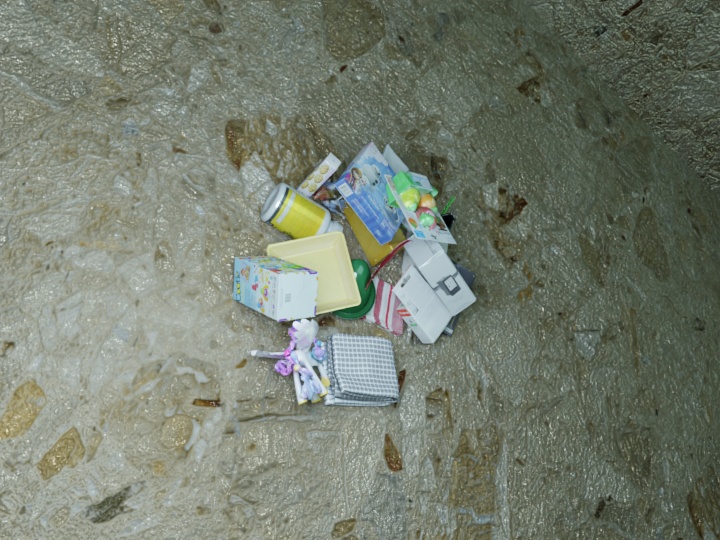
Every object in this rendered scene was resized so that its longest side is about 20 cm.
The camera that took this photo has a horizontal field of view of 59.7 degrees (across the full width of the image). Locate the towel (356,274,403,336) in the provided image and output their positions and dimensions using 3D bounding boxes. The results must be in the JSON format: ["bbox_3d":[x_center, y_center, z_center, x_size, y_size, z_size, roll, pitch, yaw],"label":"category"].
[{"bbox_3d":[0.041,0.080,1.712,0.199,0.023,0.145,26,52,-25],"label":"towel"}]

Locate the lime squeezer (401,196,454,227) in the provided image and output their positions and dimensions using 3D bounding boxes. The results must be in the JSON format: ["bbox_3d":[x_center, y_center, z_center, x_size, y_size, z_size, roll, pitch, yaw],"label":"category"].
[{"bbox_3d":[0.220,-0.153,1.946,0.199,0.071,0.038,-29,51,-15],"label":"lime squeezer"}]

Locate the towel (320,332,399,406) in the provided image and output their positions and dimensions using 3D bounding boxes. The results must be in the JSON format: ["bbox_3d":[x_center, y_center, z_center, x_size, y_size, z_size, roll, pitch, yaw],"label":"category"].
[{"bbox_3d":[0.000,0.244,1.548,0.199,0.085,0.167,11,60,-33],"label":"towel"}]

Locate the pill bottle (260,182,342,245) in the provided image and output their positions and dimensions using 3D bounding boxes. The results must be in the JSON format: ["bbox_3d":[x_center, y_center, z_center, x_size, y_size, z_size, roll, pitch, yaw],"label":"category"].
[{"bbox_3d":[-0.148,-0.131,1.616,0.199,0.112,0.113,30,51,-22],"label":"pill bottle"}]

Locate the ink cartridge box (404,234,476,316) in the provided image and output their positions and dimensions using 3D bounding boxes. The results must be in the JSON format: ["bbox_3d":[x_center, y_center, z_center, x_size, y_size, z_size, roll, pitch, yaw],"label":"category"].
[{"bbox_3d":[0.210,0.001,1.681,0.200,0.083,0.145,51,6,-32],"label":"ink cartridge box"}]

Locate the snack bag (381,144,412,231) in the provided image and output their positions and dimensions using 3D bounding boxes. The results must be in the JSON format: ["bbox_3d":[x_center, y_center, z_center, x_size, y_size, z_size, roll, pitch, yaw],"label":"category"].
[{"bbox_3d":[0.110,-0.230,1.767,0.200,0.021,0.189,46,45,-25],"label":"snack bag"}]

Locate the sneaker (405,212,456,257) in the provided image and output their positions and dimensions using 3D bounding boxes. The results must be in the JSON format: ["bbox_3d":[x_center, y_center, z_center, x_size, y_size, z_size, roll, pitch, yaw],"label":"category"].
[{"bbox_3d":[0.203,-0.107,1.796,0.071,0.080,0.200,49,53,-6],"label":"sneaker"}]

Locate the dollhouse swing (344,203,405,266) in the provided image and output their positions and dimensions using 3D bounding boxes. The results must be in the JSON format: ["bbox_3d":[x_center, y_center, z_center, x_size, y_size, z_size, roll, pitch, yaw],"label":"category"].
[{"bbox_3d":[0.073,-0.143,1.770,0.175,0.182,0.201,-23,81,-32],"label":"dollhouse swing"}]

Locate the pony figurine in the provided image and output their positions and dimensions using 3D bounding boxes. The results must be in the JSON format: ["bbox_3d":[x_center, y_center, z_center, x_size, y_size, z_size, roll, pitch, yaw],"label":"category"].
[{"bbox_3d":[-0.142,0.200,1.427,0.201,0.166,0.193,67,9,14],"label":"pony figurine"}]

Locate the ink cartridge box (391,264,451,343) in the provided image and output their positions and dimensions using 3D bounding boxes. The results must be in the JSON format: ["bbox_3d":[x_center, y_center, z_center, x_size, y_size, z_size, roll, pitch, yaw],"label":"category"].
[{"bbox_3d":[0.159,0.094,1.733,0.200,0.050,0.109,50,60,-18],"label":"ink cartridge box"}]

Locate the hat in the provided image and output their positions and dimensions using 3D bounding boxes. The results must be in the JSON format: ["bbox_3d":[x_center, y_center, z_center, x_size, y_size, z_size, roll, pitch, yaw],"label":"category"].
[{"bbox_3d":[0.000,0.000,1.595,0.165,0.176,0.201,29,52,-7],"label":"hat"}]

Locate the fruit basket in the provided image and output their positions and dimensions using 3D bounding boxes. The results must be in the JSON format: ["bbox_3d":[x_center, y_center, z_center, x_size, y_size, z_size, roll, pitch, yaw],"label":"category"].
[{"bbox_3d":[0.159,-0.159,1.609,0.185,0.094,0.201,5,47,-49],"label":"fruit basket"}]

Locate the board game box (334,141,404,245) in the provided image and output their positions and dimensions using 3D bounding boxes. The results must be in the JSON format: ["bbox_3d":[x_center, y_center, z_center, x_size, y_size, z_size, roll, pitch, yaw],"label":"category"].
[{"bbox_3d":[0.041,-0.202,1.625,0.200,0.043,0.199,51,40,-19],"label":"board game box"}]

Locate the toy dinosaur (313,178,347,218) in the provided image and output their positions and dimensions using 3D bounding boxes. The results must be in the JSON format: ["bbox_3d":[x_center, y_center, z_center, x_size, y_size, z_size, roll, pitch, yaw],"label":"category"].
[{"bbox_3d":[-0.088,-0.217,1.670,0.199,0.181,0.106,19,89,-44],"label":"toy dinosaur"}]

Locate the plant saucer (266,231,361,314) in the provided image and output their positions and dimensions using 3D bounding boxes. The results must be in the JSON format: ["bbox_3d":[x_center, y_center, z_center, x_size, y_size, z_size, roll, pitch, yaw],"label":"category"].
[{"bbox_3d":[-0.118,0.017,1.562,0.198,0.048,0.201,-12,73,-11],"label":"plant saucer"}]

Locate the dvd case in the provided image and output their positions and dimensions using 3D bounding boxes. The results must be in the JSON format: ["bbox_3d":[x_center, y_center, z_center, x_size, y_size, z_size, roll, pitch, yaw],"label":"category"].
[{"bbox_3d":[0.243,0.070,1.818,0.148,0.016,0.201,30,79,-24],"label":"dvd case"}]

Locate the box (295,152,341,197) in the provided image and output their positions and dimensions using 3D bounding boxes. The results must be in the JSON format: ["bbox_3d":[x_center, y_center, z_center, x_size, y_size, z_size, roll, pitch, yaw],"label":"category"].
[{"bbox_3d":[-0.123,-0.229,1.628,0.041,0.200,0.039,41,45,-13],"label":"box"}]

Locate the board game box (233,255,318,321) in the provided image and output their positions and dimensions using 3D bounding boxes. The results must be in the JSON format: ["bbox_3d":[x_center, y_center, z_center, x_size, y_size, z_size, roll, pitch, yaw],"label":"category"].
[{"bbox_3d":[-0.194,0.035,1.415,0.102,0.199,0.106,-4,104,-39],"label":"board game box"}]

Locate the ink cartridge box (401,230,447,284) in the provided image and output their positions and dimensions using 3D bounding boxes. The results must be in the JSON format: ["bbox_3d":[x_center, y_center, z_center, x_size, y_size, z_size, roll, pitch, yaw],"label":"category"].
[{"bbox_3d":[0.192,-0.042,1.856,0.116,0.067,0.201,24,60,-25],"label":"ink cartridge box"}]
